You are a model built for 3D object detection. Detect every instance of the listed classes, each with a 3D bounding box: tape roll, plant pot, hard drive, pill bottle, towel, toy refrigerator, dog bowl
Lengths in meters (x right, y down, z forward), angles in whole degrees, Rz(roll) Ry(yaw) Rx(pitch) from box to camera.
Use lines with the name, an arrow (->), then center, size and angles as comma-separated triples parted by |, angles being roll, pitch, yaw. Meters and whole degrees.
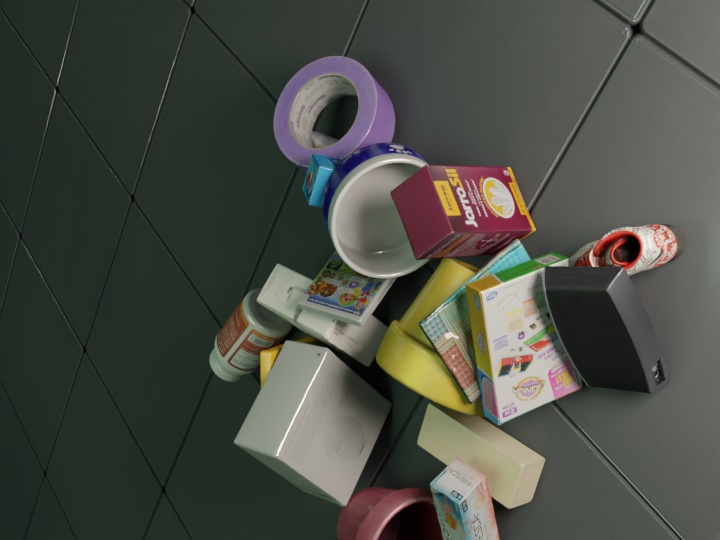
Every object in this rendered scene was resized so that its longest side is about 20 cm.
tape roll -> -0.045, -0.257, 1.584 | 0.197, 0.085, 0.204 | -8, 71, 23
plant pot -> 0.054, 0.451, 1.542 | 0.178, 0.197, 0.204 | 10, 102, 62
hard drive -> 0.323, 0.082, 1.228 | 0.134, 0.042, 0.202 | 2, 131, 45
pill bottle -> -0.226, 0.136, 1.858 | 0.200, 0.111, 0.113 | -48, 60, 38
towel -> 0.194, 0.073, 1.316 | 0.148, 0.199, 0.022 | 55, 164, -10
toy refrigerator -> 0.189, 0.285, 1.454 | 0.199, 0.069, 0.077 | 28, 110, 40
dog bowl -> 0.040, -0.095, 1.454 | 0.079, 0.197, 0.203 | -119, 42, -59
plant pot -> 0.147, 0.090, 1.403 | 0.200, 0.199, 0.192 | 30, 99, 41

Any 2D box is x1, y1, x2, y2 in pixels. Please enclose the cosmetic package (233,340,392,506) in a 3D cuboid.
cosmetic package -> -0.079, 0.262, 1.589 | 0.122, 0.200, 0.201 | 6, 61, 44

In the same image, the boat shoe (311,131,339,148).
boat shoe -> -0.035, -0.180, 1.656 | 0.199, 0.071, 0.069 | 39, 120, 30

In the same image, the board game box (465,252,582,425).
board game box -> 0.231, 0.095, 1.288 | 0.040, 0.151, 0.204 | 27, 131, 61

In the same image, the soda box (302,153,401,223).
soda box -> 0.010, -0.132, 1.509 | 0.064, 0.197, 0.069 | -119, 43, -59

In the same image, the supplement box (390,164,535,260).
supplement box -> 0.153, -0.087, 1.358 | 0.085, 0.198, 0.112 | -35, 68, 42

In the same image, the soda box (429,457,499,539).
soda box -> 0.165, 0.389, 1.425 | 0.063, 0.068, 0.202 | 25, 141, 43

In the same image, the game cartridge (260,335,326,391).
game cartridge -> -0.121, 0.220, 1.691 | 0.032, 0.199, 0.180 | 2, 95, 28

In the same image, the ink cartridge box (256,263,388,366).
ink cartridge box -> -0.067, 0.079, 1.646 | 0.198, 0.146, 0.084 | 24, 80, 43

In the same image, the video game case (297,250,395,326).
video game case -> 0.000, 0.000, 1.553 | 0.142, 0.201, 0.018 | 14, 146, 38

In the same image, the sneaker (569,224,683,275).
sneaker -> 0.325, -0.013, 1.247 | 0.200, 0.107, 0.068 | -24, 76, 46
